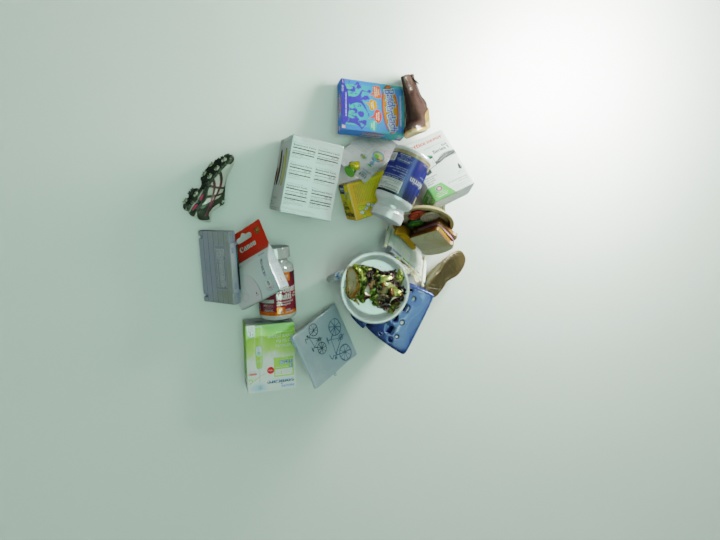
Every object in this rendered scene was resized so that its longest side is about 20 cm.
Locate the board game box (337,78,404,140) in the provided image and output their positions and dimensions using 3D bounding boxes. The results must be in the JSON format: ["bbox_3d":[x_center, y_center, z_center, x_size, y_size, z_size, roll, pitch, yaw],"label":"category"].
[{"bbox_3d":[0.032,-0.469,1.553,0.197,0.045,0.155,1,82,-18],"label":"board game box"}]

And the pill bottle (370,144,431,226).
[{"bbox_3d":[0.109,-0.235,1.479,0.114,0.116,0.202,24,90,-19],"label":"pill bottle"}]

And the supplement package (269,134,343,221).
[{"bbox_3d":[-0.154,-0.252,1.467,0.145,0.191,0.203,10,95,-19],"label":"supplement package"}]

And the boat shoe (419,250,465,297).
[{"bbox_3d":[0.258,0.007,1.703,0.200,0.066,0.075,-41,107,-24],"label":"boat shoe"}]

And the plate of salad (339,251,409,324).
[{"bbox_3d":[0.041,0.048,1.477,0.196,0.048,0.204,0,88,-2],"label":"plate of salad"}]

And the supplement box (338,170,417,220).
[{"bbox_3d":[0.049,-0.231,1.579,0.197,0.109,0.111,-19,103,-14],"label":"supplement box"}]

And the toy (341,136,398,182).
[{"bbox_3d":[0.020,-0.333,1.553,0.115,0.047,0.200,39,53,6],"label":"toy"}]

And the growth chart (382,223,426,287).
[{"bbox_3d":[0.141,-0.051,1.638,0.200,0.018,0.146,44,41,-20],"label":"growth chart"}]

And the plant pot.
[{"bbox_3d":[0.080,0.110,1.599,0.178,0.200,0.202,28,89,-12],"label":"plant pot"}]

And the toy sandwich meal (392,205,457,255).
[{"bbox_3d":[0.188,-0.116,1.574,0.202,0.205,0.071,14,62,-19],"label":"toy sandwich meal"}]

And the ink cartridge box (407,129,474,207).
[{"bbox_3d":[0.225,-0.300,1.594,0.145,0.084,0.202,-26,77,-13],"label":"ink cartridge box"}]

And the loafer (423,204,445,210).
[{"bbox_3d":[0.224,-0.172,1.661,0.067,0.075,0.203,-18,104,-20],"label":"loafer"}]

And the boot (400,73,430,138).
[{"bbox_3d":[0.144,-0.480,1.544,0.071,0.200,0.168,-16,106,26],"label":"boot"}]

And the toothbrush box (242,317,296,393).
[{"bbox_3d":[-0.268,0.244,1.562,0.143,0.086,0.204,-3,100,-18],"label":"toothbrush box"}]

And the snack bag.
[{"bbox_3d":[-0.108,0.231,1.602,0.199,0.021,0.191,-37,111,-38],"label":"snack bag"}]

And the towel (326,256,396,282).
[{"bbox_3d":[0.000,0.000,1.578,0.197,0.147,0.024,-15,88,-15],"label":"towel"}]

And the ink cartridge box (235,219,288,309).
[{"bbox_3d":[-0.303,-0.013,1.458,0.161,0.057,0.202,-25,92,31],"label":"ink cartridge box"}]

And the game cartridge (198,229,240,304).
[{"bbox_3d":[-0.389,-0.010,1.470,0.038,0.128,0.204,-18,108,-59],"label":"game cartridge"}]

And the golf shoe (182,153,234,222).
[{"bbox_3d":[-0.403,-0.230,1.466,0.088,0.077,0.201,38,88,-39],"label":"golf shoe"}]

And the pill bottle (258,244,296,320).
[{"bbox_3d":[-0.243,0.032,1.525,0.108,0.109,0.204,-5,100,-16],"label":"pill bottle"}]
